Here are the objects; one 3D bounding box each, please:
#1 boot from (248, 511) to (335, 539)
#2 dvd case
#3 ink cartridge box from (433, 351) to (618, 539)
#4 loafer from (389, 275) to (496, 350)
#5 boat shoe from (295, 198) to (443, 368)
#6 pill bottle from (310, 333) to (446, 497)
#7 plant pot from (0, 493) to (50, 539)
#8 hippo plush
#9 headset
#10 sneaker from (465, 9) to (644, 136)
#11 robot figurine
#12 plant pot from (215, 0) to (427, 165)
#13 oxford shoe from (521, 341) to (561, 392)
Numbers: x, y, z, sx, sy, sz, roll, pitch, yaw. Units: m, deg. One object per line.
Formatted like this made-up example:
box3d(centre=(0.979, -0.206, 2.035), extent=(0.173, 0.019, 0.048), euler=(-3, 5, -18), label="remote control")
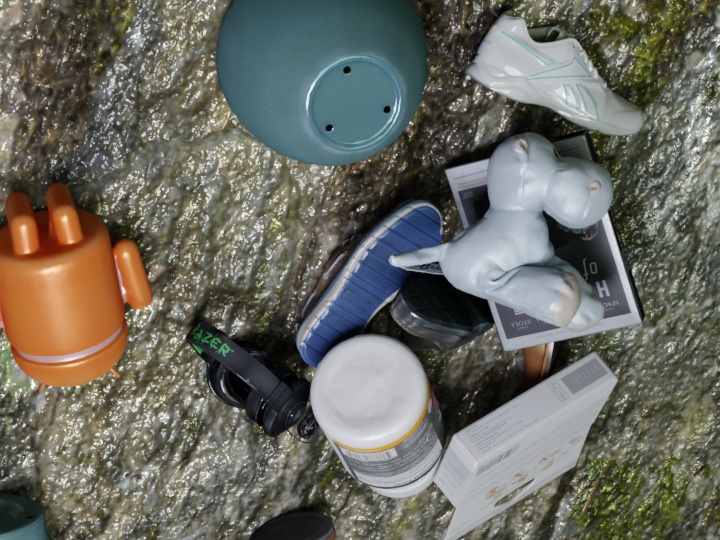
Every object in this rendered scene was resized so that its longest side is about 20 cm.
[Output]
box3d(centre=(-0.065, 0.369, 1.948), extent=(0.188, 0.069, 0.200), euler=(-37, 122, 3), label="boot")
box3d(centre=(0.182, -0.027, 1.776), extent=(0.149, 0.025, 0.202), euler=(-13, 106, 23), label="dvd case")
box3d(centre=(0.163, 0.188, 1.882), extent=(0.199, 0.045, 0.177), euler=(-27, 154, -28), label="ink cartridge box")
box3d(centre=(0.071, 0.054, 1.776), extent=(0.072, 0.073, 0.200), euler=(-41, 160, 16), label="loafer")
box3d(centre=(0.000, 0.000, 1.772), extent=(0.072, 0.073, 0.200), euler=(36, 103, -29), label="boat shoe")
box3d(centre=(0.023, 0.151, 1.794), extent=(0.116, 0.117, 0.200), euler=(-28, 154, -2), label="pill bottle")
box3d(centre=(-0.374, 0.327, 1.769), extent=(0.198, 0.200, 0.190), euler=(-4, 103, -15), label="plant pot")
box3d(centre=(0.156, -0.045, 1.707), extent=(0.198, 0.159, 0.162), euler=(20, 91, 11), label="hippo plush")
box3d(centre=(-0.090, 0.106, 1.783), extent=(0.094, 0.123, 0.200), euler=(-50, 136, -10), label="headset")
box3d(centre=(0.201, -0.187, 1.741), extent=(0.199, 0.070, 0.081), euler=(19, 100, -27), label="sneaker")
box3d(centre=(-0.281, 0.023, 1.674), extent=(0.144, 0.116, 0.202), euler=(-39, 132, -43), label="robot figurine")
box3d(centre=(-0.021, -0.177, 1.638), extent=(0.198, 0.135, 0.202), euler=(-7, 118, -14), label="plant pot")
box3d(centre=(0.177, 0.046, 1.868), extent=(0.071, 0.071, 0.202), euler=(8, 121, 13), label="oxford shoe")
